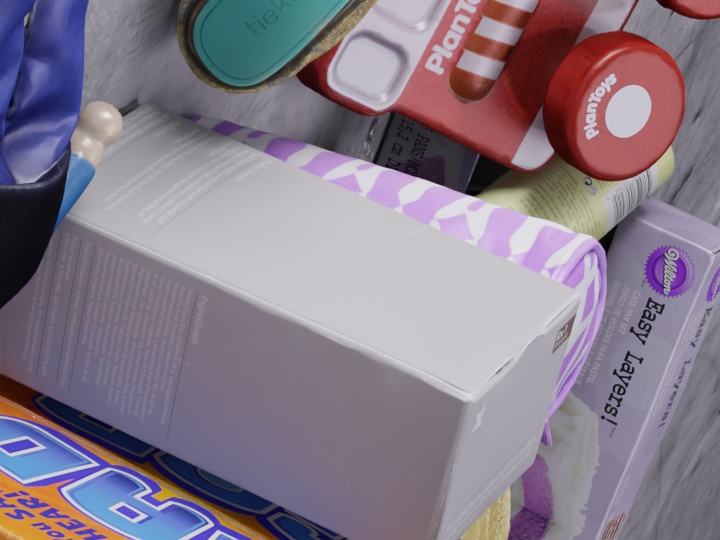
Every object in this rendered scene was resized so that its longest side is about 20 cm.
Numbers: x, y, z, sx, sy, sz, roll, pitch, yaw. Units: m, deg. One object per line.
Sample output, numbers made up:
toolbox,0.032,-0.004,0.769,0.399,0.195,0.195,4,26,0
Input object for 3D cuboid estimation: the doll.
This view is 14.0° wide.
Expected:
doll,-0.123,-0.036,0.992,0.136,0.048,0.201,-37,149,-55

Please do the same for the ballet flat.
ballet flat,0.011,-0.144,1.124,0.200,0.071,0.071,-38,166,8

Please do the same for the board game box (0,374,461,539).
board game box,-0.101,0.172,1.111,0.200,0.199,0.201,-22,136,-67

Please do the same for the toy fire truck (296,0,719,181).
toy fire truck,0.077,-0.144,1.309,0.168,0.112,0.201,22,100,-37

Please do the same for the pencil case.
pencil case,0.000,0.000,1.180,0.086,0.199,0.084,-62,154,-28

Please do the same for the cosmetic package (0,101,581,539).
cosmetic package,-0.030,0.022,1.098,0.107,0.199,0.091,-36,148,-54

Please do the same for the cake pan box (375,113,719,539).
cake pan box,0.075,0.030,1.477,0.052,0.184,0.201,-26,140,-65

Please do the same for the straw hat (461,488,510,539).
straw hat,-0.016,0.110,1.368,0.201,0.085,0.202,5,83,-50

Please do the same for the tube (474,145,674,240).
tube,0.063,-0.009,1.360,0.200,0.058,0.052,-40,168,-27
